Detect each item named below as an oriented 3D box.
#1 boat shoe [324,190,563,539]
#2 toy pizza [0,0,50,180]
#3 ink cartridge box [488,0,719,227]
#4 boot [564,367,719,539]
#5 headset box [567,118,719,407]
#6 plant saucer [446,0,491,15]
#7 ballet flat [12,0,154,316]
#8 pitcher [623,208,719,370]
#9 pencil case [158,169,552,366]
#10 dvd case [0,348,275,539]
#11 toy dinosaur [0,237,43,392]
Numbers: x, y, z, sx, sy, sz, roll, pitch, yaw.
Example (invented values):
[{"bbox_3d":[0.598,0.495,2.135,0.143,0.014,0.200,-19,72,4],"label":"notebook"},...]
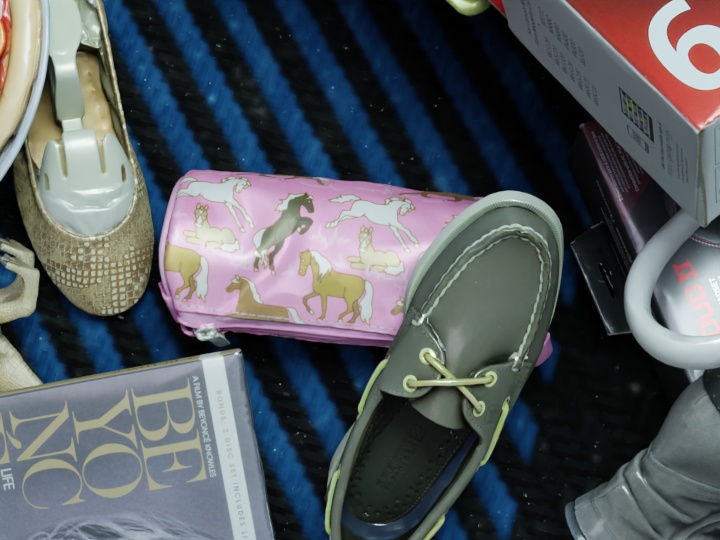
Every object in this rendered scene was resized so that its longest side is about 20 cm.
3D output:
[{"bbox_3d":[0.039,0.058,0.758,0.071,0.060,0.203,23,117,-6],"label":"boat shoe"},{"bbox_3d":[-0.242,-0.110,0.810,0.198,0.032,0.203,-3,83,24],"label":"toy pizza"},{"bbox_3d":[0.155,-0.152,0.659,0.199,0.084,0.176,-39,63,-5],"label":"ink cartridge box"},{"bbox_3d":[0.199,0.107,0.783,0.198,0.070,0.132,22,123,-28],"label":"boot"},{"bbox_3d":[0.205,-0.026,0.811,0.198,0.075,0.150,-21,78,-2],"label":"headset box"},{"bbox_3d":[0.046,-0.251,0.753,0.200,0.048,0.200,44,85,-2],"label":"plant saucer"},{"bbox_3d":[-0.153,-0.077,0.845,0.070,0.065,0.202,-14,79,-11],"label":"ballet flat"},{"bbox_3d":[0.209,-0.041,0.707,0.169,0.122,0.202,6,62,17],"label":"pitcher"},{"bbox_3d":[0.000,0.000,0.815,0.197,0.083,0.088,5,103,3],"label":"pencil case"},{"bbox_3d":[-0.143,0.130,0.808,0.197,0.016,0.151,-10,94,1],"label":"dvd case"},{"bbox_3d":[-0.199,0.036,0.842,0.198,0.058,0.102,26,97,2],"label":"toy dinosaur"}]
